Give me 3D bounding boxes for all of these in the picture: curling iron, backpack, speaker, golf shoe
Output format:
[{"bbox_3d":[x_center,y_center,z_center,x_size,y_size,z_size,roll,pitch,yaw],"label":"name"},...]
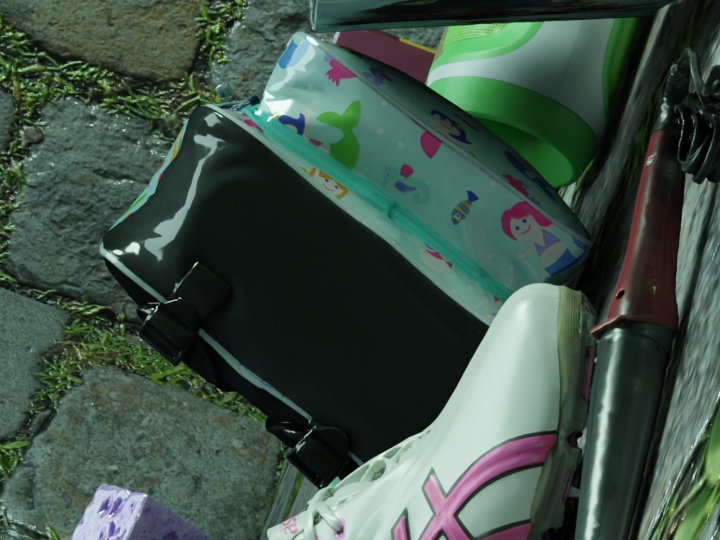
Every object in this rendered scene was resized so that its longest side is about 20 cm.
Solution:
[{"bbox_3d":[0.084,0.011,0.893,0.050,0.025,0.201,108,180,-56],"label":"curling iron"},{"bbox_3d":[0.000,0.000,1.187,0.151,0.177,0.200,-52,-5,-2],"label":"backpack"},{"bbox_3d":[0.093,-0.141,1.344,0.088,0.088,0.201,117,173,-71],"label":"speaker"},{"bbox_3d":[0.017,0.092,0.996,0.073,0.092,0.201,-79,11,-80],"label":"golf shoe"}]

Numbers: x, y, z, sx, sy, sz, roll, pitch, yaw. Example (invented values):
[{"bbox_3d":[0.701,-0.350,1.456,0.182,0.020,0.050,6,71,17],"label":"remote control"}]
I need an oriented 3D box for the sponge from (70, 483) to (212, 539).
[{"bbox_3d":[-0.046,0.166,1.056,0.200,0.030,0.112,40,-115,-45],"label":"sponge"}]

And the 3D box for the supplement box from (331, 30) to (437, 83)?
[{"bbox_3d":[0.028,-0.079,1.803,0.200,0.130,0.104,-132,63,-87],"label":"supplement box"}]

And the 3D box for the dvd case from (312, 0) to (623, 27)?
[{"bbox_3d":[0.053,-0.111,1.175,0.200,0.145,0.022,-129,36,-87],"label":"dvd case"}]

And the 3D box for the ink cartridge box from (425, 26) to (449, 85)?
[{"bbox_3d":[0.079,-0.112,1.538,0.200,0.075,0.165,-75,5,-64],"label":"ink cartridge box"}]

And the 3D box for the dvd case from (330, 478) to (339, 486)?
[{"bbox_3d":[-0.052,0.251,2.197,0.200,0.022,0.146,113,177,-63],"label":"dvd case"}]
